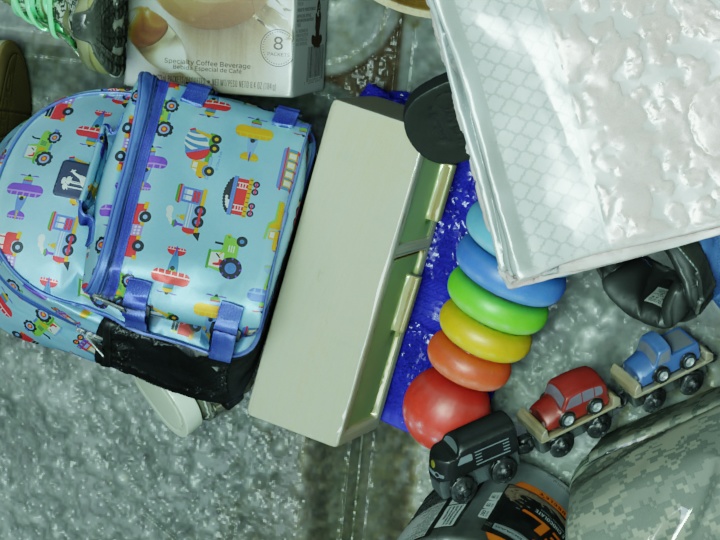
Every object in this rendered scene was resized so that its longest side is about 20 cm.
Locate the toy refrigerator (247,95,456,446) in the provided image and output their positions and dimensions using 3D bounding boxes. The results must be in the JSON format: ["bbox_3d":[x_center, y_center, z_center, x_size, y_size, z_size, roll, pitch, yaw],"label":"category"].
[{"bbox_3d":[0.000,0.000,1.403,0.070,0.076,0.201,19,101,18],"label":"toy refrigerator"}]

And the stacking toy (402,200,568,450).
[{"bbox_3d":[0.080,0.022,1.383,0.085,0.085,0.200,27,108,9],"label":"stacking toy"}]

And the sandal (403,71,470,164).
[{"bbox_3d":[0.119,-0.107,1.299,0.200,0.045,0.075,-26,123,13],"label":"sandal"}]

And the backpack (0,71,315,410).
[{"bbox_3d":[-0.140,-0.032,1.403,0.199,0.135,0.183,18,69,1],"label":"backpack"}]

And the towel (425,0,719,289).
[{"bbox_3d":[0.143,-0.108,1.250,0.190,0.032,0.201,-16,90,-2],"label":"towel"}]

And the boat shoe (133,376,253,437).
[{"bbox_3d":[-0.145,0.012,1.494,0.060,0.072,0.202,-30,76,-20],"label":"boat shoe"}]

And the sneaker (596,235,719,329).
[{"bbox_3d":[0.193,0.004,1.341,0.077,0.111,0.200,10,144,40],"label":"sneaker"}]

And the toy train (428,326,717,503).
[{"bbox_3d":[0.129,0.082,1.400,0.200,0.034,0.046,-24,124,-17],"label":"toy train"}]

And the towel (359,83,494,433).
[{"bbox_3d":[0.035,-0.001,1.452,0.147,0.050,0.201,21,103,10],"label":"towel"}]

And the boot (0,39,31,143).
[{"bbox_3d":[-0.302,-0.065,1.521,0.154,0.072,0.201,13,102,15],"label":"boot"}]

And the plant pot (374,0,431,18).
[{"bbox_3d":[0.042,-0.271,1.323,0.186,0.200,0.187,-5,123,-8],"label":"plant pot"}]

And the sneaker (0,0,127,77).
[{"bbox_3d":[-0.187,-0.164,1.402,0.088,0.200,0.077,-1,107,-10],"label":"sneaker"}]

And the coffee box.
[{"bbox_3d":[-0.081,-0.213,1.433,0.114,0.080,0.201,5,99,14],"label":"coffee box"}]

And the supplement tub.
[{"bbox_3d":[0.070,0.199,1.390,0.122,0.200,0.123,4,105,14],"label":"supplement tub"}]

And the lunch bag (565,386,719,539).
[{"bbox_3d":[0.220,0.148,1.364,0.200,0.168,0.140,-24,92,17],"label":"lunch bag"}]
